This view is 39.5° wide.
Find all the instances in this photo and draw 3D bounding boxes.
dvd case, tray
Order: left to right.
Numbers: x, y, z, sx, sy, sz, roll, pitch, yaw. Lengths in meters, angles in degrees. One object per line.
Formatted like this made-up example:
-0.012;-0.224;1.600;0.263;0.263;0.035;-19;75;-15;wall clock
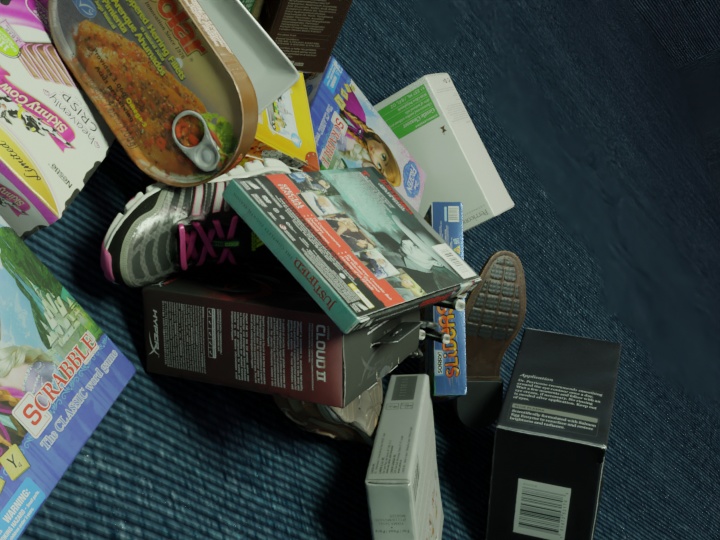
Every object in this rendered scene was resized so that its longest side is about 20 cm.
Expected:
-0.153;-0.204;0.842;0.200;0.107;0.022;47;5;-27;tray
0.001;-0.024;0.790;0.146;0.022;0.200;47;29;17;dvd case

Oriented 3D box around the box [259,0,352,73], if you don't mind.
-0.048;-0.285;0.927;0.075;0.200;0.100;-1;62;-19;box

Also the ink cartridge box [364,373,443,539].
0.046;0.220;0.955;0.200;0.044;0.174;-69;155;-67;ink cartridge box

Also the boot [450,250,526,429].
0.130;0.069;1.134;0.075;0.200;0.097;9;9;-14;boot

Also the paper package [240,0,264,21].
-0.188;-0.319;0.908;0.200;0.103;0.191;0;63;-24;paper package

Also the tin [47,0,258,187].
-0.156;-0.158;0.765;0.200;0.112;0.042;56;29;-1;tin

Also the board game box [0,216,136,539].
-0.258;0.058;0.636;0.200;0.041;0.200;52;31;-19;board game box

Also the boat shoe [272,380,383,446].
-0.026;0.119;0.927;0.200;0.072;0.076;53;35;-63;boat shoe

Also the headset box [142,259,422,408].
-0.051;0.041;0.814;0.149;0.200;0.075;-29;122;-60;headset box

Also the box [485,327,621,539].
0.216;0.203;1.120;0.200;0.117;0.197;-57;152;-57;box

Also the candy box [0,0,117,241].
-0.255;-0.131;0.772;0.136;0.061;0.200;50;33;-25;candy box

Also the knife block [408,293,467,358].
0.000;0.000;0.932;0.064;0.176;0.200;16;43;-55;knife block

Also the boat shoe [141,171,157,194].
-0.144;-0.118;0.842;0.073;0.200;0.063;24;34;17;boat shoe

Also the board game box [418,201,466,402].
0.086;0.039;1.083;0.135;0.034;0.200;106;-16;-78;board game box

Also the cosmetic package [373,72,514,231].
0.104;-0.145;1.315;0.200;0.108;0.085;63;29;1;cosmetic package

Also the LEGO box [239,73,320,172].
-0.127;-0.186;1.005;0.149;0.077;0.200;24;47;-49;LEGO box

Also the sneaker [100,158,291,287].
-0.109;-0.033;0.800;0.200;0.087;0.074;-25;131;-40;sneaker

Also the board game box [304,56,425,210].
-0.006;-0.120;1.168;0.200;0.041;0.200;49;33;-25;board game box
